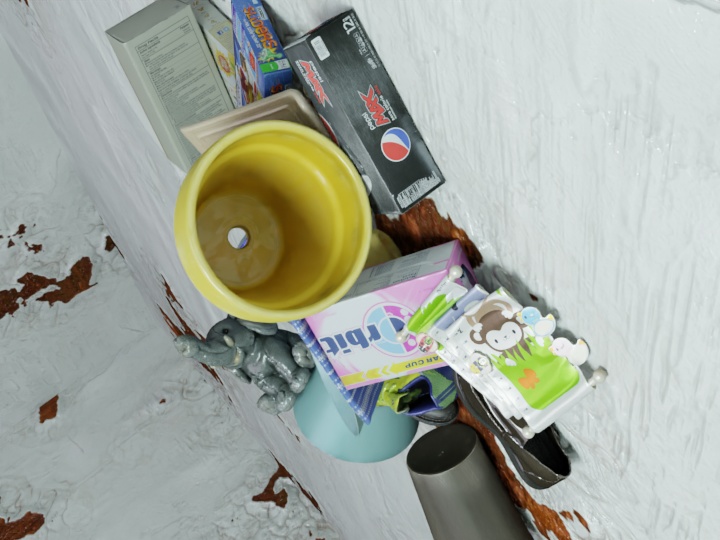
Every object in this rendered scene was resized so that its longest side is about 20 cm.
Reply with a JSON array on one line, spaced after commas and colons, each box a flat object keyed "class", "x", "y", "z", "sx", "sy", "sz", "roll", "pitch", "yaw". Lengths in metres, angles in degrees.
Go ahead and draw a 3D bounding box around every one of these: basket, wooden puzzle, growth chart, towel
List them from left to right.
[{"class": "wooden puzzle", "x": -0.086, "y": -0.123, "z": 1.070, "sx": 0.198, "sy": 0.038, "sz": 0.185, "roll": -6, "pitch": 138, "yaw": 39}, {"class": "towel", "x": -0.024, "y": 0.070, "z": 1.147, "sx": 0.024, "sy": 0.145, "sz": 0.201, "roll": -23, "pitch": 112, "yaw": 29}, {"class": "basket", "x": 0.152, "y": 0.339, "z": 1.367, "sx": 0.179, "sy": 0.135, "sz": 0.202, "roll": 13, "pitch": 132, "yaw": 58}, {"class": "growth chart", "x": 0.143, "y": 0.083, "z": 0.964, "sx": 0.199, "sy": 0.018, "sz": 0.146, "roll": 38, "pitch": 128, "yaw": 9}]

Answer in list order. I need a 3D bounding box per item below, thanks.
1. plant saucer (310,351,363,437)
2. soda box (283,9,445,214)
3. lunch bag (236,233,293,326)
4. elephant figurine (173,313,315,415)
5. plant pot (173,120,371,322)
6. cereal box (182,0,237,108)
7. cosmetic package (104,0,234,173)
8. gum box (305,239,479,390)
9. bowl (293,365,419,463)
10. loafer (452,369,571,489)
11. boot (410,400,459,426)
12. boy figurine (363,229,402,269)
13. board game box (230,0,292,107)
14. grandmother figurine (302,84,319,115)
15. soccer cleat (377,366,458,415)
[{"class": "plant saucer", "x": -0.030, "y": 0.120, "z": 1.237, "sx": 0.203, "sy": 0.038, "sz": 0.202, "roll": 61, "pitch": 167, "yaw": 25}, {"class": "soda box", "x": 0.004, "y": -0.158, "z": 0.954, "sx": 0.202, "sy": 0.063, "sz": 0.071, "roll": 60, "pitch": 161, "yaw": -16}, {"class": "lunch bag", "x": -0.099, "y": -0.001, "z": 1.347, "sx": 0.169, "sy": 0.125, "sz": 0.200, "roll": 37, "pitch": 172, "yaw": -6}, {"class": "elephant figurine", "x": -0.168, "y": 0.112, "z": 1.385, "sx": 0.198, "sy": 0.143, "sz": 0.155, "roll": 30, "pitch": 160, "yaw": -7}, {"class": "plant pot", "x": -0.113, "y": -0.043, "z": 1.007, "sx": 0.202, "sy": 0.200, "sz": 0.188, "roll": 57, "pitch": 158, "yaw": -10}, {"class": "cereal box", "x": -0.197, "y": -0.292, "z": 1.255, "sx": 0.200, "sy": 0.039, "sz": 0.145, "roll": 47, "pitch": 160, "yaw": 23}, {"class": "cosmetic package", "x": -0.240, "y": -0.242, "z": 1.223, "sx": 0.073, "sy": 0.103, "sz": 0.202, "roll": 34, "pitch": 153, "yaw": 47}, {"class": "gum box", "x": 0.050, "y": 0.051, "z": 1.051, "sx": 0.198, "sy": 0.066, "sz": 0.114, "roll": -17, "pitch": 115, "yaw": 27}, {"class": "bowl", "x": 0.002, "y": 0.175, "z": 1.398, "sx": 0.201, "sy": 0.199, "sz": 0.106, "roll": 42, "pitch": 138, "yaw": 32}, {"class": "loafer", "x": 0.186, "y": 0.166, "z": 1.083, "sx": 0.201, "sy": 0.073, "sz": 0.071, "roll": 52, "pitch": 153, "yaw": -9}, {"class": "boot", "x": 0.071, "y": 0.112, "z": 1.269, "sx": 0.200, "sy": 0.069, "sz": 0.175, "roll": 42, "pitch": 151, "yaw": 13}, {"class": "boy figurine", "x": 0.000, "y": 0.000, "z": 1.149, "sx": 0.064, "sy": 0.124, "sz": 0.202, "roll": -18, "pitch": 102, "yaw": 57}, {"class": "board game box", "x": -0.117, "y": -0.205, "z": 1.114, "sx": 0.201, "sy": 0.034, "sz": 0.137, "roll": 96, "pitch": 155, "yaw": -54}, {"class": "grandmother figurine", "x": -0.057, "y": -0.162, "z": 1.112, "sx": 0.122, "sy": 0.060, "sz": 0.200, "roll": 60, "pitch": 160, "yaw": 11}, {"class": "soccer cleat", "x": 0.051, "y": 0.155, "z": 1.216, "sx": 0.199, "sy": 0.084, "sz": 0.065, "roll": -16, "pitch": 112, "yaw": 49}]
